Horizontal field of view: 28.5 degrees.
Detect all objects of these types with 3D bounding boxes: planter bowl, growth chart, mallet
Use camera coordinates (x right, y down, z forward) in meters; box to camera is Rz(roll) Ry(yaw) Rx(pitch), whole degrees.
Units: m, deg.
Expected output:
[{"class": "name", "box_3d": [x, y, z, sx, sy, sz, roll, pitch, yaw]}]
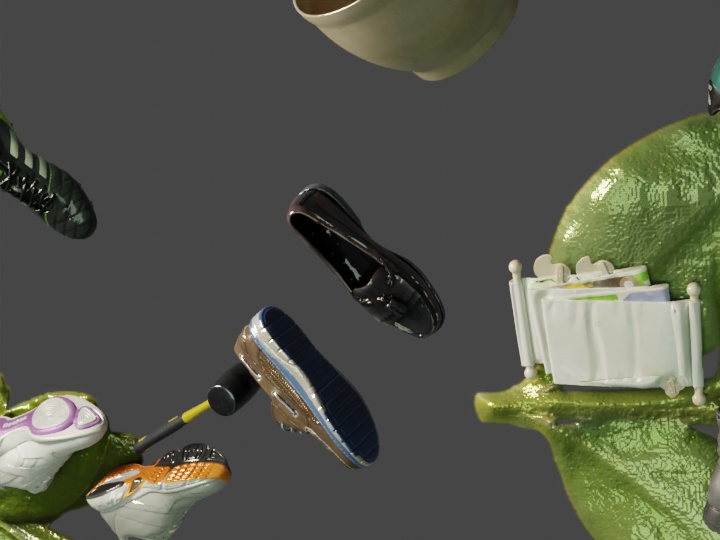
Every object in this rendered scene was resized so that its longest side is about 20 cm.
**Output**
[{"class": "planter bowl", "box_3d": [0.056, -0.256, 1.259, 0.199, 0.202, 0.135, -28, 126, 28]}, {"class": "growth chart", "box_3d": [0.241, 0.055, 1.390, 0.198, 0.018, 0.146, 6, 111, 19]}, {"class": "mallet", "box_3d": [-0.184, 0.157, 1.590, 0.199, 0.066, 0.041, -32, 96, 43]}]

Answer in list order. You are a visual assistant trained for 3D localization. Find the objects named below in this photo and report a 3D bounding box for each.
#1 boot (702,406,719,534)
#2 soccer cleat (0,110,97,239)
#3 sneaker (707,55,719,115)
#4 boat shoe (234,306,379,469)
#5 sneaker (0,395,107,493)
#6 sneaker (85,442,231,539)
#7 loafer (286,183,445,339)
[{"class": "boot", "box_3d": [0.429, 0.203, 1.348, 0.198, 0.070, 0.133, 11, 108, 13]}, {"class": "soccer cleat", "box_3d": [-0.370, -0.102, 1.531, 0.200, 0.081, 0.068, 45, 119, 0]}, {"class": "sneaker", "box_3d": [0.397, -0.132, 1.231, 0.199, 0.071, 0.081, 28, 122, 15]}, {"class": "boat shoe", "box_3d": [-0.058, 0.134, 1.514, 0.072, 0.072, 0.201, -41, 82, 34]}, {"class": "sneaker", "box_3d": [-0.370, 0.208, 1.670, 0.198, 0.075, 0.100, -15, 123, 26]}, {"class": "sneaker", "box_3d": [-0.217, 0.262, 1.626, 0.198, 0.076, 0.093, -17, 111, 34]}, {"class": "loafer", "box_3d": [0.000, 0.000, 1.436, 0.200, 0.063, 0.072, 45, 119, 0]}]
